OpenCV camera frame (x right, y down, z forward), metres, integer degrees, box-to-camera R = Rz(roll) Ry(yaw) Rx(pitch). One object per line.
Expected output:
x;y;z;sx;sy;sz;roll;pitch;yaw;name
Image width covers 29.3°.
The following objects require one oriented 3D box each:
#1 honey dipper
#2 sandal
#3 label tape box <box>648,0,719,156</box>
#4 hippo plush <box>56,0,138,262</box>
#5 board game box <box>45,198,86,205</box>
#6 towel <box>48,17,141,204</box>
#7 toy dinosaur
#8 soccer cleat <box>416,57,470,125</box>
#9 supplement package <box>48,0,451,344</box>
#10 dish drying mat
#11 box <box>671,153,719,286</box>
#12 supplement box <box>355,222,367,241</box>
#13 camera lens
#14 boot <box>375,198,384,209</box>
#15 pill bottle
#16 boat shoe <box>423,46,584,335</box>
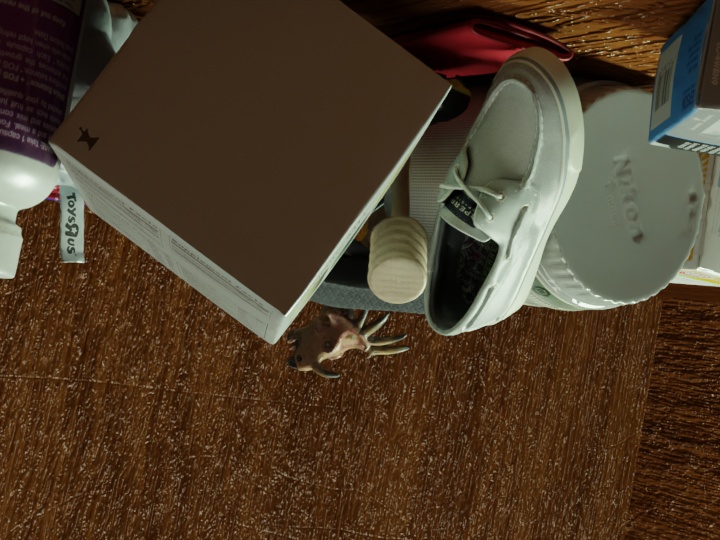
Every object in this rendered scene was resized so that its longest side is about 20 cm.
0.028;-0.053;0.919;0.038;0.038;0.201;10;-143;-3;honey dipper
0.001;0.000;1.036;0.199;0.043;0.076;7;163;34;sandal
0.265;-0.089;0.735;0.198;0.067;0.143;12;178;3;label tape box
-0.217;-0.114;0.914;0.158;0.202;0.161;-11;172;-6;hippo plush
-0.314;-0.140;1.174;0.151;0.045;0.201;9;147;30;board game box
-0.207;-0.122;1.012;0.198;0.146;0.022;9;172;1;towel
0.023;0.001;1.150;0.085;0.137;0.200;18;136;-34;toy dinosaur
0.001;-0.101;0.937;0.067;0.082;0.199;16;175;-36;soccer cleat
-0.062;-0.067;0.786;0.150;0.152;0.200;36;171;0;supplement package
0.054;-0.145;0.912;0.076;0.018;0.200;12;177;-26;dish drying mat
0.257;-0.050;1.190;0.101;0.114;0.199;13;177;-35;box
0.025;-0.019;1.281;0.199;0.070;0.066;6;179;36;supplement box
0.124;-0.056;0.994;0.159;0.162;0.199;11;178;-33;camera lens
-0.039;-0.062;1.049;0.097;0.200;0.075;48;157;2;boot
-0.218;-0.101;0.775;0.111;0.202;0.112;9;174;1;pill bottle
0.082;-0.039;0.853;0.070;0.202;0.071;36;-136;29;boat shoe
